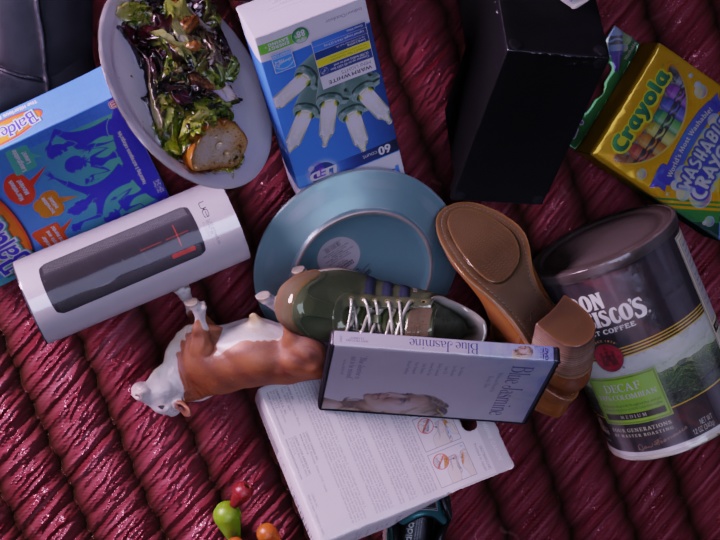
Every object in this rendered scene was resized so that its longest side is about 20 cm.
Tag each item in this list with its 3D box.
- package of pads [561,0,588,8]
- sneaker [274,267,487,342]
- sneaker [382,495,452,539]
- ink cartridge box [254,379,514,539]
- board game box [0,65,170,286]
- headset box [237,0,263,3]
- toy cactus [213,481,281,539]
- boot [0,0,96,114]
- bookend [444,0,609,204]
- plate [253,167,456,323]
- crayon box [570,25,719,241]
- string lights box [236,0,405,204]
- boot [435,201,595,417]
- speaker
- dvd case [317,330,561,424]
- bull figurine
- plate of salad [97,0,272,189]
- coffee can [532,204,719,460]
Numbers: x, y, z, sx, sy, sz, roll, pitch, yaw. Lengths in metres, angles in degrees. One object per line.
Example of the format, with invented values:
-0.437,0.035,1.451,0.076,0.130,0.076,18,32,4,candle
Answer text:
0.152,-0.334,1.210,0.154,0.200,0.068,30,137,-28,package of pads
0.028,0.040,1.265,0.200,0.090,0.067,11,90,-40,sneaker
0.060,0.203,1.377,0.071,0.080,0.200,0,96,-10,sneaker
0.021,0.155,1.349,0.200,0.050,0.161,-19,72,-15,ink cartridge box
-0.282,-0.074,1.244,0.200,0.045,0.152,-26,143,-5,board game box
-0.105,-0.312,1.237,0.200,0.075,0.149,10,95,-29,headset box
-0.085,0.305,1.376,0.200,0.102,0.165,41,109,-16,toy cactus
-0.323,-0.193,1.241,0.200,0.076,0.169,-11,105,-16,boot
0.139,-0.199,1.309,0.092,0.199,0.200,3,143,-11,bookend
0.000,0.000,1.330,0.200,0.026,0.201,-7,121,-13,plate
0.300,-0.132,1.384,0.200,0.052,0.126,31,92,-13,crayon box
-0.032,-0.156,1.267,0.103,0.059,0.200,-22,133,-6,string lights box
0.140,0.040,1.334,0.077,0.155,0.200,-40,67,-22,boot
-0.201,-0.010,1.271,0.200,0.081,0.081,-23,103,-9,speaker
0.066,0.098,1.275,0.200,0.143,0.018,4,61,-5,dvd case
-0.117,0.069,1.305,0.200,0.065,0.122,-9,120,2,bull figurine
-0.142,-0.166,1.235,0.048,0.200,0.200,-26,107,36,plate of salad
0.267,0.058,1.360,0.146,0.146,0.200,-27,103,-5,coffee can
